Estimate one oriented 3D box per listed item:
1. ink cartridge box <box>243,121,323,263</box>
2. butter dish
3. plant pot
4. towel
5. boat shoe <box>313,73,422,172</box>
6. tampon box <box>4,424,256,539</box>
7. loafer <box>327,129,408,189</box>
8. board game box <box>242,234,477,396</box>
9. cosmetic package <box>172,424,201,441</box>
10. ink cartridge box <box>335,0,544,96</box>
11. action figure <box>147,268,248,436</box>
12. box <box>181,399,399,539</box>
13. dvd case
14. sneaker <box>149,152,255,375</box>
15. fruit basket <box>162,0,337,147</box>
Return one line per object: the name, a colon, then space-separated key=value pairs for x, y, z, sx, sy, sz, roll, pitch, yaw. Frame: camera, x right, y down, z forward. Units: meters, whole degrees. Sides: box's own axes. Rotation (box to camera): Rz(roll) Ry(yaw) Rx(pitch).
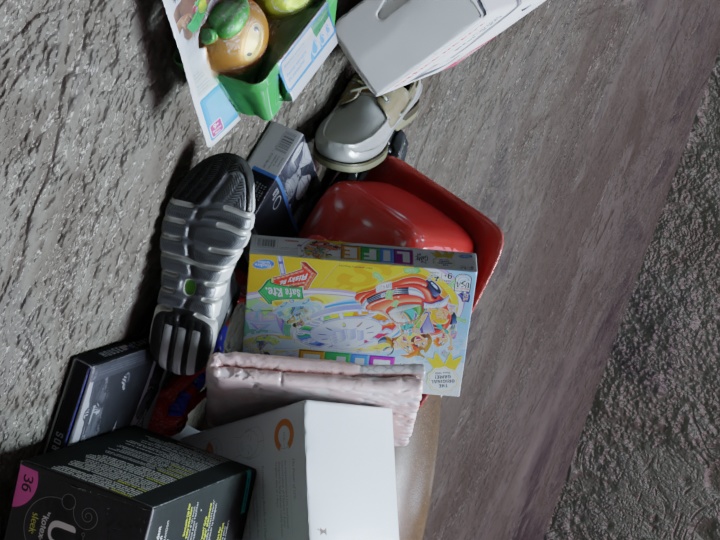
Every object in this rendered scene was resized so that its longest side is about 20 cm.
ink cartridge box: x=-0.075 y=-0.051 z=1.810 sx=0.100 sy=0.039 sz=0.200 roll=-61 pitch=163 yaw=-17
butter dish: x=0.000 y=0.000 z=1.784 sx=0.148 sy=0.199 sz=0.200 roll=16 pitch=105 yaw=-46
plant pot: x=0.001 y=0.183 z=1.872 sx=0.200 sy=0.187 sz=0.187 roll=-67 pitch=163 yaw=-7
towel: x=-0.043 y=0.115 z=1.705 sx=0.200 sy=0.190 sz=0.032 roll=101 pitch=-8 yaw=-70
boat shoe: x=0.008 y=-0.160 z=1.863 sx=0.200 sy=0.075 sz=0.069 roll=-55 pitch=159 yaw=-57
tampon box: x=-0.195 y=0.228 z=1.579 sx=0.200 sy=0.126 sz=0.150 roll=-9 pitch=114 yaw=-69
loafer: x=-0.010 y=-0.057 z=1.938 sx=0.201 sy=0.068 sz=0.070 roll=-61 pitch=171 yaw=-4
board game box: x=-0.003 y=0.041 z=1.700 sx=0.034 sy=0.199 sz=0.135 roll=-89 pitch=-176 yaw=-58
cosmetic package: x=-0.194 y=0.253 z=1.806 sx=0.200 sy=0.071 sz=0.102 roll=-52 pitch=159 yaw=-39
ink cartridge box: x=0.083 y=-0.250 z=1.829 sx=0.146 sy=0.085 sz=0.200 roll=-34 pitch=176 yaw=29
action figure: x=-0.149 y=0.094 z=1.764 sx=0.200 sy=0.052 sz=0.065 roll=-58 pitch=168 yaw=-22
box: x=-0.065 y=0.194 z=1.687 sx=0.097 sy=0.200 sz=0.125 roll=7 pitch=73 yaw=-36
dvd case: x=-0.230 y=0.157 z=1.654 sx=0.150 sy=0.025 sz=0.200 roll=-18 pitch=130 yaw=-67
sneaker: x=-0.132 y=-0.017 z=1.663 sx=0.116 sy=0.075 sz=0.200 roll=-57 pitch=166 yaw=-73
fruit basket: x=-0.082 y=-0.220 z=1.481 sx=0.185 sy=0.094 sz=0.200 roll=-55 pitch=156 yaw=-30
